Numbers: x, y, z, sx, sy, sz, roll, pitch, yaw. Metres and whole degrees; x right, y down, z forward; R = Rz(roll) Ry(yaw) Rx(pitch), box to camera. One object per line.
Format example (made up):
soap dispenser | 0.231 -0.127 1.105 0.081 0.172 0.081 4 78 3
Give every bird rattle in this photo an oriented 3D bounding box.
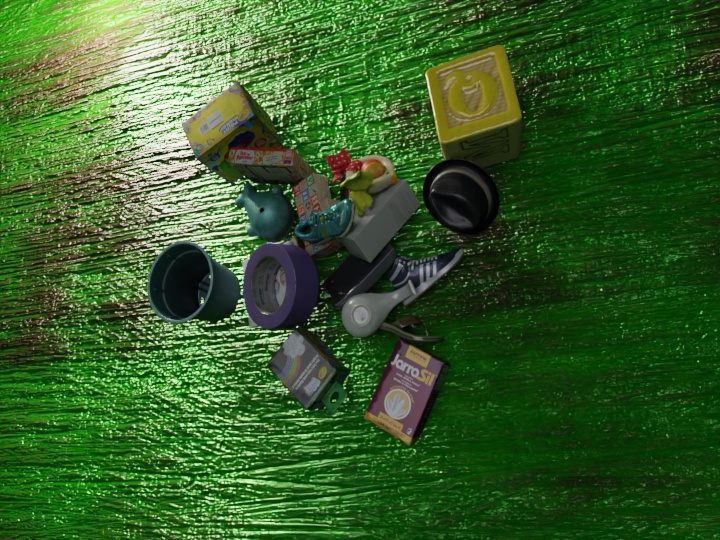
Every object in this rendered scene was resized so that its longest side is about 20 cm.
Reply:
bird rattle | 0.008 -0.233 1.344 0.157 0.116 0.202 -16 35 -6

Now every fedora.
fedora | 0.230 -0.161 1.283 0.193 0.092 0.208 13 122 20

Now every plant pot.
plant pot | -0.426 0.046 1.439 0.192 0.196 0.209 -3 79 16

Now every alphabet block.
alphabet block | 0.275 -0.375 1.299 0.189 0.200 0.203 -15 75 13

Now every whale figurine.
whale figurine | -0.273 -0.169 1.483 0.198 0.104 0.161 38 92 20

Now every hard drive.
hard drive | 0.000 0.000 1.362 0.200 0.042 0.135 -44 31 3

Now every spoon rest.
spoon rest | 0.045 0.087 1.295 0.195 0.061 0.102 -27 84 8

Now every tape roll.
tape roll | -0.199 0.038 1.332 0.195 0.083 0.209 -4 84 39

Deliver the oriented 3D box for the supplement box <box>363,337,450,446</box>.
supplement box | 0.112 0.284 1.271 0.127 0.103 0.206 23 86 21

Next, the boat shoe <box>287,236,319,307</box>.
boat shoe | -0.163 0.013 1.433 0.067 0.074 0.206 -24 65 15

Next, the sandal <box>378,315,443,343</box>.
sandal | 0.109 0.133 1.313 0.194 0.079 0.060 18 89 21

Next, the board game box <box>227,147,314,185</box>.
board game box | -0.240 -0.281 1.470 0.192 0.151 0.048 6 80 17

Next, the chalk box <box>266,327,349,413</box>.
chalk box | -0.112 0.259 1.338 0.199 0.124 0.125 42 92 19

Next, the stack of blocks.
stack of blocks | -0.105 -0.149 1.428 0.113 0.057 0.208 -26 70 36

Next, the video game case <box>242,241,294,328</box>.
video game case | -0.237 0.041 1.431 0.195 0.023 0.190 -18 75 37

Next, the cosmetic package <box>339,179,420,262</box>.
cosmetic package | 0.042 -0.129 1.340 0.201 0.085 0.107 -49 31 -10

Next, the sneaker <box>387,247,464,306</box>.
sneaker | 0.155 -0.015 1.325 0.198 0.070 0.110 -40 83 9

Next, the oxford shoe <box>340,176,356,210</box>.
oxford shoe | -0.014 -0.184 1.435 0.068 0.072 0.208 -6 74 -15

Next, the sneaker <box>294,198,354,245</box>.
sneaker | -0.085 -0.114 1.301 0.197 0.078 0.081 -28 59 43

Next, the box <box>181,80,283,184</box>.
box | -0.351 -0.376 1.502 0.196 0.192 0.125 -33 71 9
